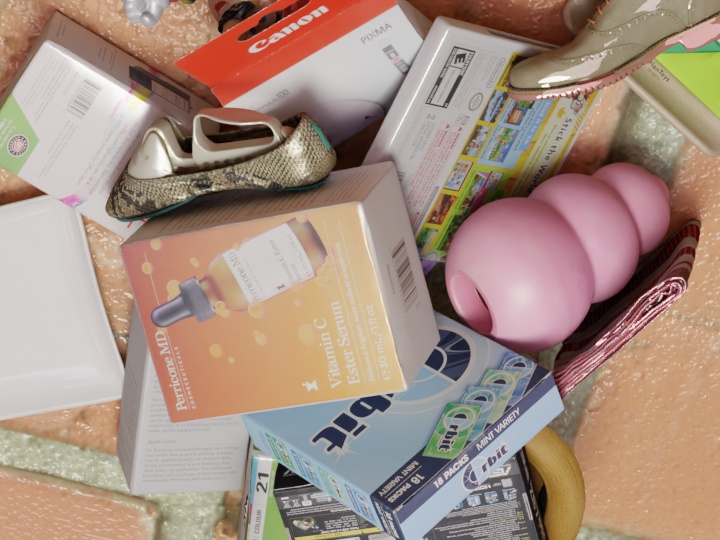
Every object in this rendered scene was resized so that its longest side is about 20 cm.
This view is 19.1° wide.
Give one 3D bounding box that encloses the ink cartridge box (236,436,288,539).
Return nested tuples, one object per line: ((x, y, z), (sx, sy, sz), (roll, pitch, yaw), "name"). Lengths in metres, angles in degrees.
((-0.065, 0.220, 1.805), (0.075, 0.200, 0.149), (6, 118, -4), "ink cartridge box")

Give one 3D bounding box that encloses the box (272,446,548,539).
((0.046, 0.211, 1.706), (0.199, 0.049, 0.162), (-11, 119, 12), "box")

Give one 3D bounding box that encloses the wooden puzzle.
((0.288, -0.209, 1.677), (0.185, 0.037, 0.200), (39, 109, -18), "wooden puzzle")

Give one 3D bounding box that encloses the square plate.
((-0.311, 0.035, 1.802), (0.197, 0.028, 0.201), (-10, 117, 5), "square plate")

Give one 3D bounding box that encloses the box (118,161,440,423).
((-0.060, 0.018, 1.636), (0.199, 0.106, 0.153), (-10, 106, 19), "box")

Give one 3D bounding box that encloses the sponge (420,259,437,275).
((0.000, 0.000, 1.748), (0.111, 0.030, 0.200), (24, 107, -44), "sponge")

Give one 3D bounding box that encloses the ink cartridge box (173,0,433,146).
((-0.029, -0.152, 1.629), (0.162, 0.200, 0.057), (-29, 76, 14), "ink cartridge box")

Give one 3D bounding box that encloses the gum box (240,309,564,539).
((0.030, 0.109, 1.664), (0.170, 0.200, 0.045), (-39, 129, -22), "gum box")

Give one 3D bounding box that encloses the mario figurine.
((-0.123, -0.218, 1.625), (0.199, 0.123, 0.106), (28, 95, -10), "mario figurine")

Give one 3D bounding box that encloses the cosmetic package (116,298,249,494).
((-0.143, 0.085, 1.795), (0.101, 0.071, 0.201), (0, 119, -19), "cosmetic package")

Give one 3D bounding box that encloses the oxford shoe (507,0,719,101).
((0.197, -0.190, 1.635), (0.199, 0.071, 0.074), (-24, 110, -3), "oxford shoe")

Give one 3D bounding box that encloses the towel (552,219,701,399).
((0.212, 0.026, 1.714), (0.144, 0.200, 0.023), (-43, 93, 19), "towel")

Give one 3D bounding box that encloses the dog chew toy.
((0.166, -0.019, 1.711), (0.199, 0.124, 0.125), (-30, 119, -22), "dog chew toy")

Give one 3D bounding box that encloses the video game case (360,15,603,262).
((0.088, -0.096, 1.694), (0.181, 0.023, 0.201), (9, 118, -39), "video game case")

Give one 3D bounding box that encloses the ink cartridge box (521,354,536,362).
((0.067, 0.168, 1.846), (0.144, 0.084, 0.201), (7, 117, -5), "ink cartridge box")

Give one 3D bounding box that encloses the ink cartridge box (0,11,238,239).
((-0.190, -0.101, 1.711), (0.199, 0.067, 0.117), (31, 113, -15), "ink cartridge box")

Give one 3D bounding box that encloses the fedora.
((0.089, 0.173, 1.756), (0.199, 0.082, 0.202), (3, 123, 4), "fedora")

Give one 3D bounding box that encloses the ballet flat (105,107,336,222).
((-0.116, -0.090, 1.624), (0.199, 0.068, 0.076), (-8, 129, 23), "ballet flat")
